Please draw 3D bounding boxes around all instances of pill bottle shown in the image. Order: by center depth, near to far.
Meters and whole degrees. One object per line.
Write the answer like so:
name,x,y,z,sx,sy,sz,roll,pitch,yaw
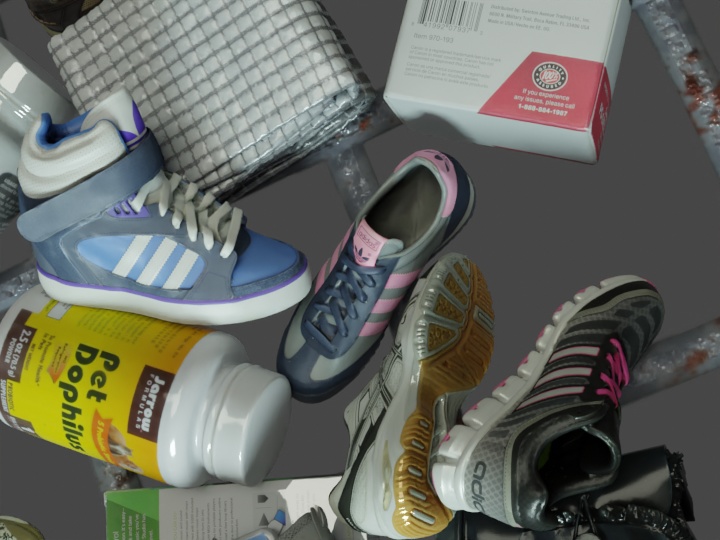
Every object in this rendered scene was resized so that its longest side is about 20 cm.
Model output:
pill bottle,-0.151,0.083,0.839,0.197,0.109,0.111,15,83,19
pill bottle,-0.307,-0.075,0.917,0.111,0.111,0.200,42,92,20

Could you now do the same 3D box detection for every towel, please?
towel,-0.108,-0.141,0.885,0.199,0.085,0.167,-32,79,14

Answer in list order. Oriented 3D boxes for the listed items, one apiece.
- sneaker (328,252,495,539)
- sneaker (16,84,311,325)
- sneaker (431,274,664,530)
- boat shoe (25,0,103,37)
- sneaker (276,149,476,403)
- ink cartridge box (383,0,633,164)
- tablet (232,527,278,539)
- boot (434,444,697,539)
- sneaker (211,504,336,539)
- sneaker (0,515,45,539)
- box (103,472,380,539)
sneaker,0.028,0.077,0.794,0.087,0.075,0.202,-16,45,43
sneaker,-0.131,-0.048,0.804,0.197,0.081,0.148,4,121,4
sneaker,0.137,0.085,0.739,0.200,0.074,0.087,-42,43,-24
boat shoe,-0.185,-0.265,0.938,0.074,0.073,0.201,41,92,20
sneaker,0.000,0.000,0.824,0.070,0.082,0.201,34,90,19
ink cartridge box,0.113,-0.191,0.828,0.143,0.083,0.203,12,82,19
tablet,-0.123,0.269,0.808,0.198,0.014,0.132,-25,74,12
boot,0.133,0.214,0.744,0.166,0.076,0.203,-8,71,19
sneaker,-0.093,0.217,0.774,0.198,0.075,0.083,-22,61,5
sneaker,-0.323,0.213,0.876,0.197,0.089,0.078,0,79,16
box,-0.082,0.219,0.831,0.197,0.036,0.147,-6,78,14
